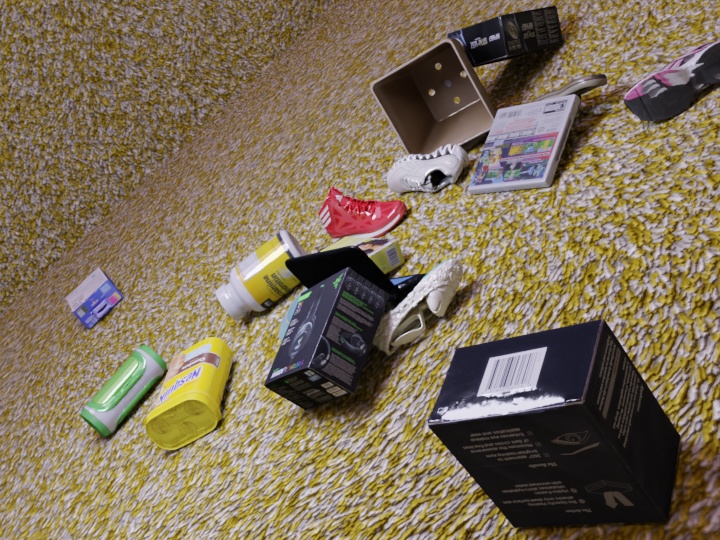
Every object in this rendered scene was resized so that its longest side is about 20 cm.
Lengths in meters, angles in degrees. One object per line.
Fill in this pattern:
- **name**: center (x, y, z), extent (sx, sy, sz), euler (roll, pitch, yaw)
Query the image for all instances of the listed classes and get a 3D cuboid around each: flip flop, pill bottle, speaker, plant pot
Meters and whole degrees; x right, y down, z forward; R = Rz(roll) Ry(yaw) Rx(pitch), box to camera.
- **flip flop**: center (0.388, -0.315, 1.748), extent (0.080, 0.058, 0.199), euler (-18, 0, -34)
- **pill bottle**: center (-0.204, 0.015, 1.965), extent (0.199, 0.112, 0.112), euler (-37, 25, 6)
- **speaker**: center (-0.512, 0.260, 2.018), extent (0.201, 0.089, 0.088), euler (-50, 27, -22)
- **plant pot**: center (0.167, -0.374, 1.961), extent (0.198, 0.202, 0.177), euler (-25, 16, 26)

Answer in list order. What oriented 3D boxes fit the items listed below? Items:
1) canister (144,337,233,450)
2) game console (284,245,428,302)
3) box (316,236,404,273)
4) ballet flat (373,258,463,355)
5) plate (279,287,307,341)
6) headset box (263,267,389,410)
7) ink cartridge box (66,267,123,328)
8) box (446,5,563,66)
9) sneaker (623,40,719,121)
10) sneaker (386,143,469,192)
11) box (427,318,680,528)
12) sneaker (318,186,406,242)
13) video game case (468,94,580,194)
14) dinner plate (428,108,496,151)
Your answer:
- **canister**: center (-0.327, 0.234, 1.807), extent (0.147, 0.087, 0.201), euler (-29, 25, 20)
- **game console**: center (0.000, 0.000, 1.632), extent (0.198, 0.118, 0.175), euler (-9, 10, 46)
- **box**: center (-0.002, -0.027, 1.809), extent (0.075, 0.051, 0.199), euler (-30, 18, -29)
- **ballet flat**: center (0.102, 0.067, 1.527), extent (0.200, 0.072, 0.072), euler (-42, 24, 8)
- **plate**: center (-0.087, 0.065, 1.824), extent (0.198, 0.026, 0.201), euler (-31, 26, 17)
- **headset box**: center (-0.054, 0.110, 1.540), extent (0.174, 0.092, 0.202), euler (-28, 35, 56)
- **ink cartridge box**: center (-0.761, 0.081, 2.662), extent (0.136, 0.077, 0.200), euler (-44, 24, -9)
- **box**: center (0.317, -0.509, 2.040), extent (0.198, 0.088, 0.163), euler (-21, 11, -37)
- **sneaker**: center (0.537, -0.319, 1.559), extent (0.198, 0.081, 0.087), euler (-24, 16, 13)
- **sneaker**: center (0.128, -0.195, 1.908), extent (0.198, 0.075, 0.082), euler (-16, 42, 41)
- **box**: center (0.214, 0.175, 1.020), extent (0.195, 0.201, 0.118), euler (-15, 34, 40)
- **sneaker**: center (-0.008, -0.125, 1.919), extent (0.198, 0.116, 0.079), euler (-22, 29, 33)
- **video game case**: center (0.301, -0.230, 1.722), extent (0.199, 0.023, 0.184), euler (0, 63, 53)
- **dinner plate**: center (0.206, -0.299, 2.023), extent (0.199, 0.024, 0.201), euler (-32, 27, 18)
